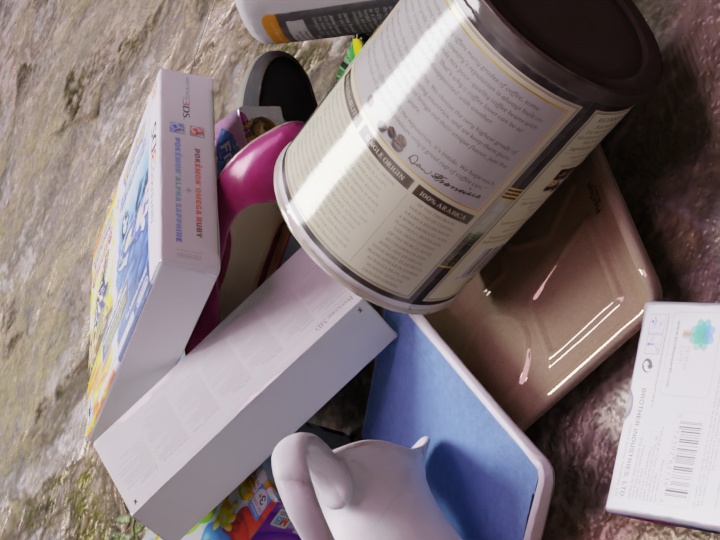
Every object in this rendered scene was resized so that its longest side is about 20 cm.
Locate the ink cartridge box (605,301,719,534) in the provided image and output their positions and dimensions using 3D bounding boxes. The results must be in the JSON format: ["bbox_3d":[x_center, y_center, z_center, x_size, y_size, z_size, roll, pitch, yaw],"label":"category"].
[{"bbox_3d":[0.215,0.078,0.784,0.200,0.042,0.120,-2,72,57],"label":"ink cartridge box"}]

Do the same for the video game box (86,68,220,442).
[{"bbox_3d":[-0.147,-0.007,1.088,0.183,0.047,0.200,-94,24,-43],"label":"video game box"}]

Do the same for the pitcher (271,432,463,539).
[{"bbox_3d":[0.013,0.190,0.874,0.121,0.171,0.201,-25,69,19],"label":"pitcher"}]

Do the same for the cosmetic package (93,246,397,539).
[{"bbox_3d":[-0.076,0.079,1.013,0.200,0.051,0.083,-43,38,1],"label":"cosmetic package"}]

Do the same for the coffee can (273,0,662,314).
[{"bbox_3d":[0.059,-0.091,0.922,0.200,0.146,0.147,-49,39,35],"label":"coffee can"}]

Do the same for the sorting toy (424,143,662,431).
[{"bbox_3d":[0.105,0.008,0.982,0.200,0.036,0.186,-50,39,34],"label":"sorting toy"}]

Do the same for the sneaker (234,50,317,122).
[{"bbox_3d":[-0.036,-0.087,1.186,0.106,0.074,0.201,-26,63,49],"label":"sneaker"}]

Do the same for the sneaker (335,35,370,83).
[{"bbox_3d":[0.017,-0.103,1.120,0.201,0.078,0.085,-85,16,-48],"label":"sneaker"}]

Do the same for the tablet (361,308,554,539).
[{"bbox_3d":[0.055,0.114,0.965,0.200,0.014,0.131,51,139,48],"label":"tablet"}]

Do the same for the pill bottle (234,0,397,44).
[{"bbox_3d":[0.021,-0.212,0.988,0.198,0.117,0.117,-6,63,12],"label":"pill bottle"}]

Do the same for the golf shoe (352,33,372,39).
[{"bbox_3d":[0.051,-0.177,1.066,0.200,0.078,0.095,43,86,16],"label":"golf shoe"}]

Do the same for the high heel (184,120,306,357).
[{"bbox_3d":[-0.070,-0.003,1.042,0.200,0.067,0.096,-54,46,33],"label":"high heel"}]

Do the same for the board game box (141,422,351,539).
[{"bbox_3d":[-0.084,0.208,1.078,0.201,0.103,0.105,-56,37,20],"label":"board game box"}]

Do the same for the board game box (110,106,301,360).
[{"bbox_3d":[-0.106,0.006,1.173,0.199,0.041,0.201,-29,72,48],"label":"board game box"}]
